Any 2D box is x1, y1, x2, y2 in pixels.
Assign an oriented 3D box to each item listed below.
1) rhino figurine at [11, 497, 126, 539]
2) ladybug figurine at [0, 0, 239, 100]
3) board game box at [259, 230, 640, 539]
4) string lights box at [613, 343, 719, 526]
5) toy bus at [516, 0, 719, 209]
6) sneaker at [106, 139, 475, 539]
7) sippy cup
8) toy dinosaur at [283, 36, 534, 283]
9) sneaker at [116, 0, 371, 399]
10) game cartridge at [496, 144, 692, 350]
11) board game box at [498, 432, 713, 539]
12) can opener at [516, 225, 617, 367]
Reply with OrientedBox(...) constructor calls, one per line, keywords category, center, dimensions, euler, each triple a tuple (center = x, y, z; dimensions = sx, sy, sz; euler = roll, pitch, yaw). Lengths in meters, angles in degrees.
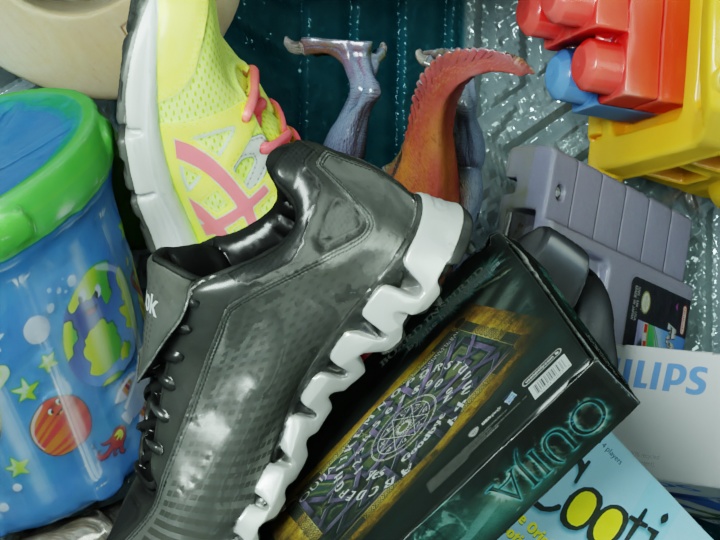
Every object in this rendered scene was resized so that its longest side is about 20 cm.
OrientedBox(category="rhino figurine", center=(-0.158, 0.141, 0.866), dimensions=(0.200, 0.087, 0.060), euler=(-39, 93, -22))
OrientedBox(category="ladybug figurine", center=(-0.122, -0.154, 0.901), dimensions=(0.135, 0.072, 0.201), euler=(-35, 115, -5))
OrientedBox(category="board game box", center=(0.002, 0.082, 0.836), dimensions=(0.200, 0.135, 0.028), euler=(-44, 111, 7))
OrientedBox(category="string lights box", center=(0.180, 0.083, 1.042), dimensions=(0.199, 0.102, 0.060), euler=(23, 76, -48))
OrientedBox(category="toy bus", center=(0.173, -0.096, 1.030), dimensions=(0.190, 0.200, 0.137), euler=(10, 81, -23))
OrientedBox(category="sneaker", center=(-0.051, 0.037, 0.836), dimensions=(0.090, 0.066, 0.201), euler=(35, 96, -18))
OrientedBox(category="sippy cup", center=(-0.135, 0.021, 0.871), dimensions=(0.177, 0.139, 0.131), euler=(-30, 115, -18))
OrientedBox(category="toy dinosaur", center=(0.000, 0.000, 0.943), dimensions=(0.104, 0.200, 0.183), euler=(4, 94, -4))
OrientedBox(category="sneaker", center=(-0.038, -0.030, 0.885), dimensions=(0.089, 0.078, 0.201), euler=(-8, 120, 6))
OrientedBox(category="game cartridge", center=(0.095, 0.058, 1.043), dimensions=(0.129, 0.038, 0.202), euler=(19, 77, -46))
OrientedBox(category="board game box", center=(0.027, 0.139, 0.877), dimensions=(0.200, 0.103, 0.105), euler=(-46, 114, -2))
OrientedBox(category="can opener", center=(0.032, 0.074, 0.953), dimensions=(0.078, 0.063, 0.201), euler=(37, 91, -22))
